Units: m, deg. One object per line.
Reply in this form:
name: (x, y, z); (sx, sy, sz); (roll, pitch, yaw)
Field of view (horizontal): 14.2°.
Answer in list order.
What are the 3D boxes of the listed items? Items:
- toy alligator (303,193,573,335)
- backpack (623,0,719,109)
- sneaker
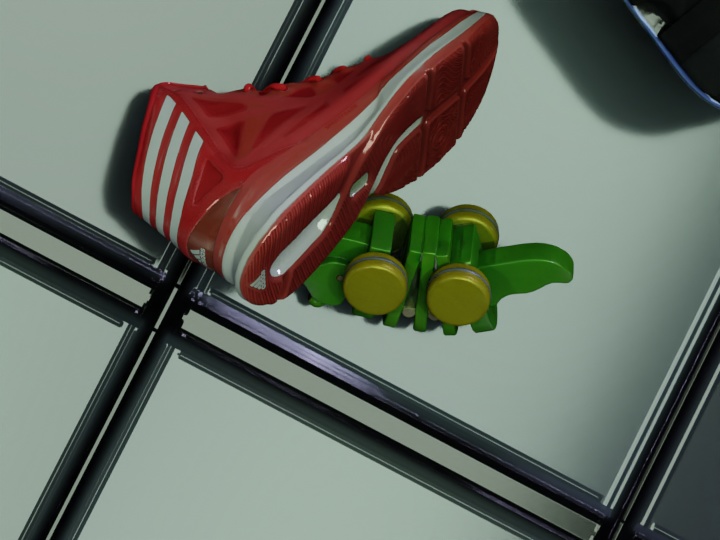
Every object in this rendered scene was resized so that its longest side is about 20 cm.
toy alligator: (0.000, 0.000, 1.371); (0.199, 0.059, 0.054); (7, 128, 1)
backpack: (0.218, -0.173, 1.354); (0.200, 0.147, 0.183); (-33, 95, 14)
sneaker: (-0.030, -0.079, 1.349); (0.115, 0.079, 0.200); (32, 51, 22)
